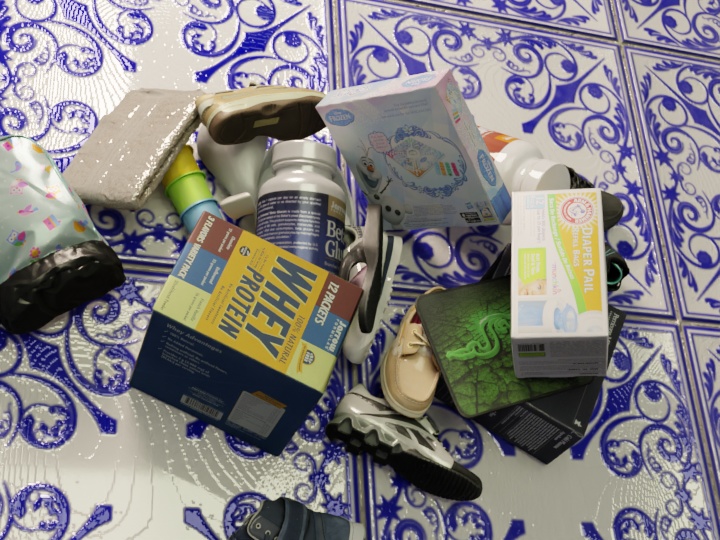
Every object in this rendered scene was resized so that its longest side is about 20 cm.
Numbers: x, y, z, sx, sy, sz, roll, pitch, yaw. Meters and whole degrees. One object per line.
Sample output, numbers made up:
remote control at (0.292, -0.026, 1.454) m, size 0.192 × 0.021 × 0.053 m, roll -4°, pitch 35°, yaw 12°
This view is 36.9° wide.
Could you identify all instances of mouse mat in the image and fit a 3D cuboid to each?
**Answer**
mouse mat at (0.175, 0.083, 1.299) m, size 0.198 × 0.008 × 0.163 m, roll -12°, pitch 67°, yaw -25°

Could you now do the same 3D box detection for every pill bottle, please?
pill bottle at (0.171, -0.126, 1.420) m, size 0.199 × 0.113 × 0.112 m, roll 24°, pitch 48°, yaw 38°
pill bottle at (-0.073, -0.050, 1.313) m, size 0.109 × 0.111 × 0.203 m, roll 7°, pitch 76°, yaw -17°

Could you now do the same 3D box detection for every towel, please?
towel at (-0.277, -0.154, 1.327) m, size 0.131 × 0.035 × 0.201 m, roll 6°, pitch 52°, yaw 28°

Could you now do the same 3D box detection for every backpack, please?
backpack at (-0.375, -0.050, 1.220) m, size 0.166 × 0.127 × 0.201 m, roll -25°, pitch 70°, yaw -26°

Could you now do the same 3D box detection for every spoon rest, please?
spoon rest at (-0.160, -0.137, 1.372) m, size 0.098 × 0.061 × 0.202 m, roll -16°, pitch 47°, yaw 5°

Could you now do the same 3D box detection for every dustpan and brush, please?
dustpan and brush at (-0.088, -0.145, 1.417) m, size 0.138 × 0.057 × 0.202 m, roll -6°, pitch 65°, yaw -23°

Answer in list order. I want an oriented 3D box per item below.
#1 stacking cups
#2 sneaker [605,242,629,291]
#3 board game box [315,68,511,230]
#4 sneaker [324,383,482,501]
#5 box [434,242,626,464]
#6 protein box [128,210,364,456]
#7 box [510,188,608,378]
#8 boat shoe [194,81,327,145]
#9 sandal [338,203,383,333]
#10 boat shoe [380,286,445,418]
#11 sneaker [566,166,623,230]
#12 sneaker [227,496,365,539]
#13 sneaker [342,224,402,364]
stacking cups at (-0.196, -0.056, 1.334) m, size 0.060 × 0.061 × 0.202 m, roll -18°, pitch 73°, yaw -27°
sneaker at (0.318, 0.004, 1.433) m, size 0.079 × 0.076 × 0.199 m, roll 32°, pitch 11°, yaw 30°
board game box at (0.067, -0.144, 1.344) m, size 0.043 × 0.198 × 0.200 m, roll -52°, pitch 124°, yaw -34°
sneaker at (0.064, 0.197, 1.277) m, size 0.198 × 0.074 × 0.089 m, roll 29°, pitch 52°, yaw 2°
box at (0.212, 0.105, 1.365) m, size 0.181 × 0.104 × 0.201 m, roll 30°, pitch 57°, yaw 0°
protein box at (-0.130, 0.077, 1.196) m, size 0.197 × 0.200 × 0.136 m, roll 26°, pitch 56°, yaw -5°
box at (0.234, 0.013, 1.273) m, size 0.111 × 0.102 × 0.202 m, roll -2°, pitch 59°, yaw 10°
boat shoe at (-0.119, -0.211, 1.363) m, size 0.198 × 0.072 × 0.076 m, roll -10°, pitch 50°, yaw -44°
sandal at (0.000, 0.000, 1.290) m, size 0.047 × 0.076 × 0.202 m, roll 0°, pitch 41°, yaw 5°
boat shoe at (0.074, 0.091, 1.310) m, size 0.073 × 0.070 × 0.201 m, roll 24°, pitch 37°, yaw -7°
sneaker at (0.289, -0.102, 1.515) m, size 0.197 × 0.079 × 0.076 m, roll 7°, pitch 58°, yaw -18°
sneaker at (-0.080, 0.337, 1.137) m, size 0.145 × 0.077 × 0.204 m, roll 27°, pitch 46°, yaw -18°
sneaker at (-0.005, 0.028, 1.349) m, size 0.080 × 0.077 × 0.202 m, roll 21°, pitch 47°, yaw -9°
